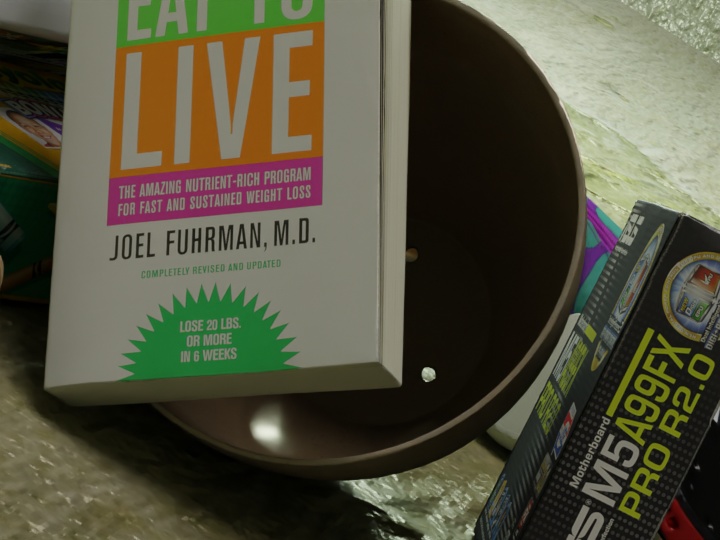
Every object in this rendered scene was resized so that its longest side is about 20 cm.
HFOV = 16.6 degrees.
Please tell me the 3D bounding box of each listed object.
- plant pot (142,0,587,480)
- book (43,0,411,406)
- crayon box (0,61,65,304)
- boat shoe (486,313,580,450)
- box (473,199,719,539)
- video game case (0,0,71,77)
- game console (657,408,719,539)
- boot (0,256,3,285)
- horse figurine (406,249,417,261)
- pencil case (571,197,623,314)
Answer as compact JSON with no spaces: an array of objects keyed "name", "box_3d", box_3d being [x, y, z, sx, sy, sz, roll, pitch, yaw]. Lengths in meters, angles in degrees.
[{"name":"plant pot","box_3d":[0.000,0.000,1.006,0.200,0.201,0.135,36,-9,21]},{"name":"book","box_3d":[-0.049,-0.051,0.942,0.132,0.202,0.048,-5,-20,15]},{"name":"crayon box","box_3d":[-0.139,-0.038,1.059,0.119,0.059,0.199,39,16,30]},{"name":"boat shoe","box_3d":[0.148,0.055,1.222,0.199,0.072,0.070,-19,59,-19]},{"name":"box","box_3d":[0.098,0.055,0.957,0.044,0.161,0.200,26,4,0]},{"name":"video game case","box_3d":[-0.155,-0.103,1.110,0.181,0.022,0.199,2,-4,41]},{"name":"game console","box_3d":[0.182,0.106,1.056,0.177,0.031,0.200,51,29,-16]},{"name":"boot","box_3d":[-0.239,-0.031,0.868,0.199,0.073,0.166,13,11,-46]},{"name":"horse figurine","box_3d":[-0.013,-0.022,1.282,0.132,0.050,0.200,14,19,-32]},{"name":"pencil case","box_3d":[0.106,-0.002,1.269,0.200,0.092,0.086,43,38,-32]}]
